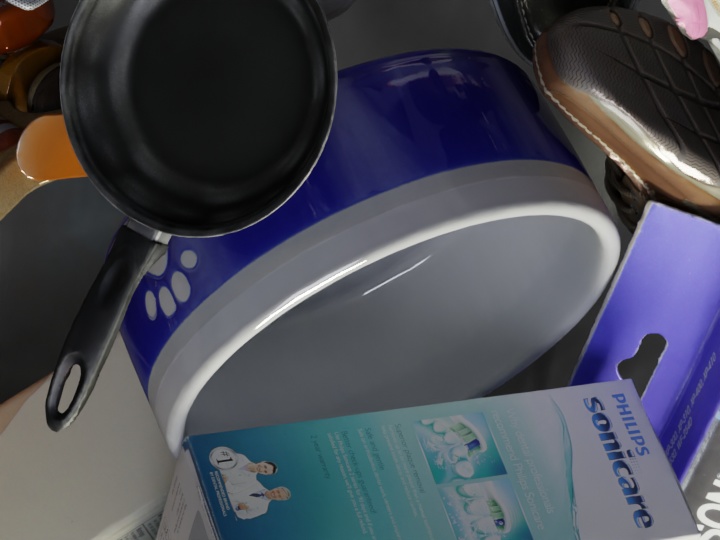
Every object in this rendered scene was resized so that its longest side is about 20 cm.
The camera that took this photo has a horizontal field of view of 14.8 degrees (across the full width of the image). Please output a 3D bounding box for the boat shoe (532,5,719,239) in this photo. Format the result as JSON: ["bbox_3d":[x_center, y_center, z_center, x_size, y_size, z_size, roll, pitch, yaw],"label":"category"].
[{"bbox_3d":[0.134,-0.038,1.137,0.072,0.076,0.200,-31,133,33],"label":"boat shoe"}]

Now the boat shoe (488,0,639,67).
[{"bbox_3d":[0.083,-0.155,1.077,0.072,0.071,0.200,3,125,0],"label":"boat shoe"}]

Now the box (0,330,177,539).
[{"bbox_3d":[-0.154,0.114,1.204,0.200,0.078,0.095,-32,164,-7],"label":"box"}]

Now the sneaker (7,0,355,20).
[{"bbox_3d":[-0.088,-0.136,1.072,0.200,0.115,0.075,28,121,-16],"label":"sneaker"}]

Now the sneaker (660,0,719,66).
[{"bbox_3d":[0.167,-0.110,1.060,0.086,0.080,0.200,-29,156,12],"label":"sneaker"}]

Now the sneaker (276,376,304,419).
[{"bbox_3d":[0.027,0.093,1.258,0.082,0.075,0.200,-42,124,16],"label":"sneaker"}]

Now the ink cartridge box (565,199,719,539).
[{"bbox_3d":[0.184,0.074,1.159,0.199,0.043,0.198,16,137,-1],"label":"ink cartridge box"}]

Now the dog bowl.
[{"bbox_3d":[0.000,0.000,1.119,0.200,0.079,0.200,-22,157,-10],"label":"dog bowl"}]

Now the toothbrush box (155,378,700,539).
[{"bbox_3d":[0.019,0.129,1.146,0.199,0.085,0.147,-7,143,-22],"label":"toothbrush box"}]

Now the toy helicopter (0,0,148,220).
[{"bbox_3d":[-0.134,-0.039,1.086,0.132,0.200,0.079,5,128,30],"label":"toy helicopter"}]

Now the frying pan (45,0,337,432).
[{"bbox_3d":[-0.059,-0.032,1.025,0.115,0.031,0.191,3,94,24],"label":"frying pan"}]
